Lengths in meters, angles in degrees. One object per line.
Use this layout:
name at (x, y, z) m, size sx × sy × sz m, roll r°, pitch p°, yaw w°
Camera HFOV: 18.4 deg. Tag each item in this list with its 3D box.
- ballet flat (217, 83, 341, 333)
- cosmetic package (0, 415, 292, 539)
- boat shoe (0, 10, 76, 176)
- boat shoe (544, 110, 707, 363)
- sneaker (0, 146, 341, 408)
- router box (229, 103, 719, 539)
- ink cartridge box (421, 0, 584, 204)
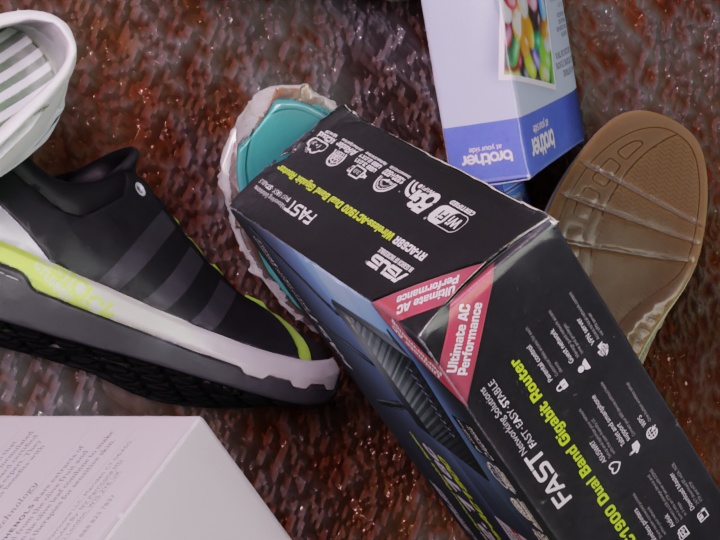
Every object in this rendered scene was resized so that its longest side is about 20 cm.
ballet flat at (0.000, 0.000, 0.900) m, size 0.200 × 0.072 × 0.072 m, roll 54°, pitch 54°, yaw -31°
cosmetic package at (-0.107, 0.108, 0.688) m, size 0.108 × 0.200 × 0.085 m, roll 55°, pitch 52°, yaw -25°
boat shoe at (-0.174, -0.027, 0.694) m, size 0.200 × 0.067 × 0.074 m, roll -42°, pitch 93°, yaw -26°
boat shoe at (0.100, 0.023, 0.999) m, size 0.072 × 0.065 × 0.200 m, roll 20°, pitch 72°, yaw -5°
sneaker at (-0.078, -0.003, 0.812) m, size 0.200 × 0.072 × 0.083 m, roll 23°, pitch 72°, yaw -42°
router box at (0.052, 0.047, 0.815) m, size 0.062 × 0.150 × 0.200 m, roll -40°, pitch 121°, yaw -10°
ink cartridge box at (0.058, -0.111, 0.944) m, size 0.119 × 0.042 × 0.200 m, roll -32°, pitch 115°, yaw -70°
